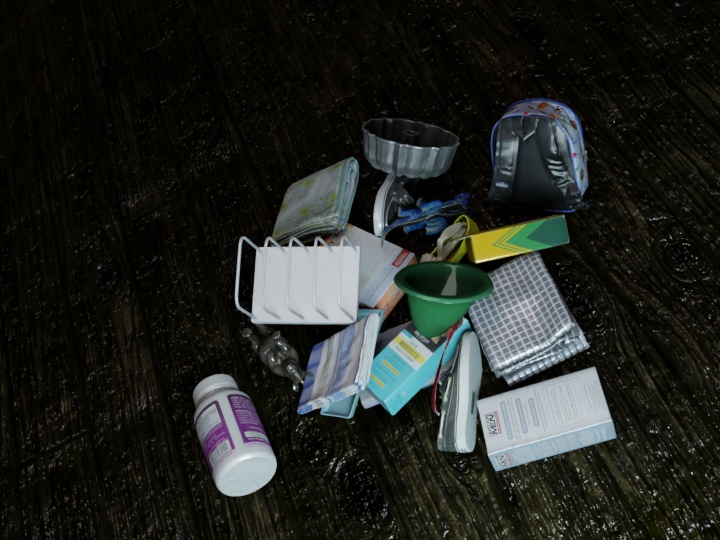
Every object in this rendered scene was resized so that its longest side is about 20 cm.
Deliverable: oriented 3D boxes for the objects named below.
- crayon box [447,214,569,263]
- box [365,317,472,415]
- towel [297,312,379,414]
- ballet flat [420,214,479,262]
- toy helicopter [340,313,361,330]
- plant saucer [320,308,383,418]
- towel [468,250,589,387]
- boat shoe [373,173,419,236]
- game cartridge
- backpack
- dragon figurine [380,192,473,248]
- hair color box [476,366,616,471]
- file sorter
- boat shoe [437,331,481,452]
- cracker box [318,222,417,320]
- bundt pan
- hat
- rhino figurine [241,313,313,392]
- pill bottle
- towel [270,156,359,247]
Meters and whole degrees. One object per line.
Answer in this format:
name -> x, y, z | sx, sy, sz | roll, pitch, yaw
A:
crayon box -> 0.256, -0.052, 1.679 | 0.196, 0.127, 0.052 | -12, 92, 3
box -> 0.094, 0.144, 1.631 | 0.200, 0.049, 0.082 | -44, 50, -11
towel -> -0.041, 0.163, 1.669 | 0.199, 0.024, 0.149 | -30, 39, 47
ballet flat -> 0.147, -0.022, 1.763 | 0.066, 0.067, 0.201 | 26, 69, 39
toy helicopter -> -0.074, 0.051, 1.780 | 0.198, 0.134, 0.079 | 29, 36, 19
plant saucer -> -0.011, 0.163, 1.684 | 0.069, 0.019, 0.203 | 0, 64, 40
towel -> 0.270, 0.076, 1.622 | 0.163, 0.086, 0.202 | -26, 49, 5
boat shoe -> 0.074, -0.136, 1.867 | 0.065, 0.071, 0.201 | 3, 34, 16
game cartridge -> 0.082, 0.155, 1.683 | 0.197, 0.039, 0.131 | -22, 53, 7
backpack -> 0.328, -0.216, 1.748 | 0.197, 0.193, 0.155 | 3, 40, 25
dragon figurine -> 0.125, -0.101, 1.799 | 0.198, 0.060, 0.099 | -24, 17, -37
hair color box -> 0.291, 0.234, 1.510 | 0.197, 0.061, 0.100 | -17, 49, 10
file sorter -> -0.108, 0.013, 1.683 | 0.196, 0.125, 0.142 | 0, 76, 12
boat shoe -> 0.158, 0.197, 1.579 | 0.063, 0.071, 0.203 | -3, 65, 26
cracker box -> 0.000, 0.000, 1.818 | 0.198, 0.058, 0.134 | 26, 67, 37
bundt pan -> 0.095, -0.238, 1.897 | 0.198, 0.077, 0.203 | 7, 23, -3
hat -> 0.127, 0.099, 1.607 | 0.164, 0.179, 0.199 | 19, 26, 35
rhino figurine -> -0.145, 0.155, 1.732 | 0.060, 0.088, 0.200 | -40, 39, -10
pill bottle -> -0.227, 0.281, 1.673 | 0.111, 0.113, 0.201 | -30, 49, 0
towel -> -0.092, -0.133, 1.927 | 0.169, 0.048, 0.202 | -18, 38, 28
